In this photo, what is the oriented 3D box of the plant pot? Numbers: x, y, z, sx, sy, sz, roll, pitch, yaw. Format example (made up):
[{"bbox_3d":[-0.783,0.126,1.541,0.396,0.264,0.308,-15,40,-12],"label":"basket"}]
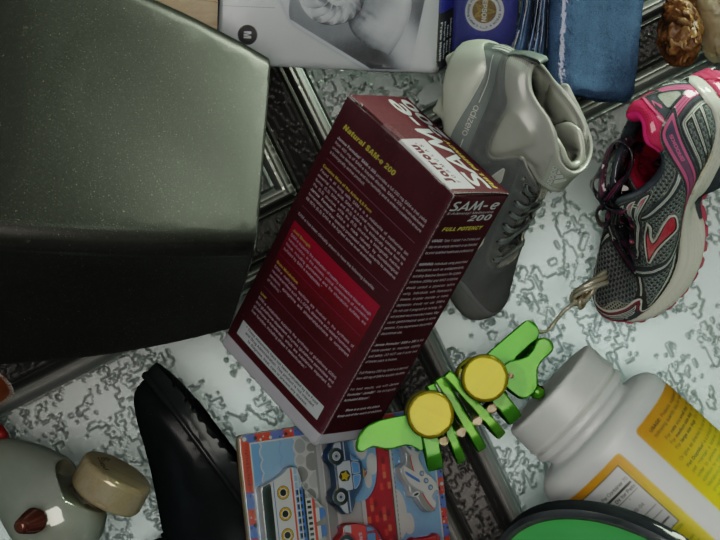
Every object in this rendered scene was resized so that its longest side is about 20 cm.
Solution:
[{"bbox_3d":[-0.154,-0.056,1.293,0.176,0.200,0.200,8,64,-9],"label":"plant pot"}]

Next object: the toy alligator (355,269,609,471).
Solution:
[{"bbox_3d":[0.090,0.076,1.326,0.200,0.059,0.054,-33,88,-4],"label":"toy alligator"}]

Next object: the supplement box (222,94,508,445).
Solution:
[{"bbox_3d":[0.000,0.000,1.316,0.109,0.061,0.201,45,120,31],"label":"supplement box"}]

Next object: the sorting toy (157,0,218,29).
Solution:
[{"bbox_3d":[-0.094,-0.260,1.371,0.199,0.070,0.200,-22,90,2],"label":"sorting toy"}]

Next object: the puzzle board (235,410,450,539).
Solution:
[{"bbox_3d":[-0.002,0.199,1.358,0.150,0.017,0.201,-6,89,-31],"label":"puzzle board"}]

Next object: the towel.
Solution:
[{"bbox_3d":[0.149,-0.212,1.354,0.048,0.111,0.201,5,90,38],"label":"towel"}]

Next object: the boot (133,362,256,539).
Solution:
[{"bbox_3d":[-0.138,0.186,1.367,0.168,0.076,0.201,-35,95,-3],"label":"boot"}]

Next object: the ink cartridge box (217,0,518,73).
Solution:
[{"bbox_3d":[0.009,-0.226,1.305,0.199,0.041,0.201,0,105,-5],"label":"ink cartridge box"}]

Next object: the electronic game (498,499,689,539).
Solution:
[{"bbox_3d":[0.173,0.227,1.320,0.200,0.200,0.042,42,51,1],"label":"electronic game"}]

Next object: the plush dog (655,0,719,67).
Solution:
[{"bbox_3d":[0.290,-0.158,1.347,0.200,0.161,0.172,-37,71,-17],"label":"plush dog"}]

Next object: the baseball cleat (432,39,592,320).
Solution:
[{"bbox_3d":[0.096,-0.047,1.324,0.106,0.070,0.201,16,128,34],"label":"baseball cleat"}]

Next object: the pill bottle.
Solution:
[{"bbox_3d":[0.197,0.144,1.345,0.200,0.109,0.109,42,91,0],"label":"pill bottle"}]

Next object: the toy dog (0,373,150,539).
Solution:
[{"bbox_3d":[-0.237,0.131,1.328,0.199,0.096,0.133,13,88,26],"label":"toy dog"}]

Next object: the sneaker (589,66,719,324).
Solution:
[{"bbox_3d":[0.180,-0.046,1.320,0.074,0.201,0.081,-16,50,-27],"label":"sneaker"}]
